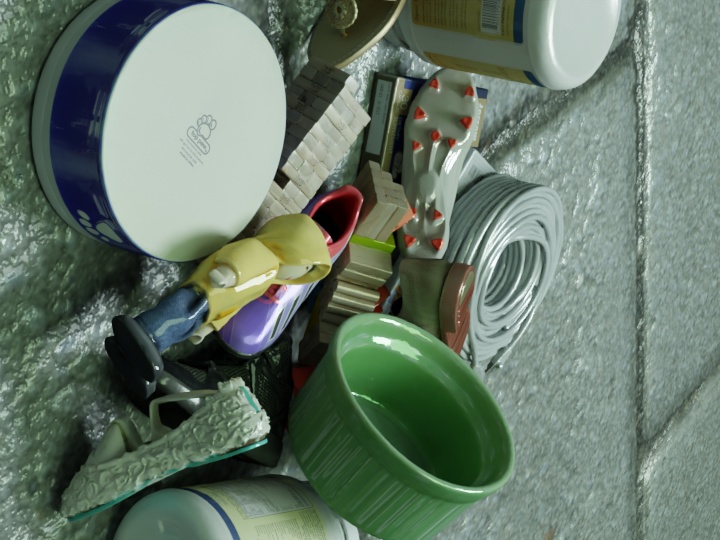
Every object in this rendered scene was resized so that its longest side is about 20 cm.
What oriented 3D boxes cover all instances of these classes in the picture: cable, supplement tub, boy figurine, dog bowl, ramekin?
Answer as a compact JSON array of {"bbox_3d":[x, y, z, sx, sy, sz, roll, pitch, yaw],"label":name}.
[{"bbox_3d":[0.139,-0.003,1.387,0.200,0.069,0.201,-50,145,-18],"label":"cable"},{"bbox_3d":[-0.106,0.258,1.160,0.199,0.144,0.146,3,102,-54],"label":"supplement tub"},{"bbox_3d":[-0.108,0.021,1.038,0.199,0.065,0.124,-32,167,-33],"label":"boy figurine"},{"bbox_3d":[-0.149,-0.111,1.007,0.199,0.078,0.202,-26,124,-46],"label":"dog bowl"},{"bbox_3d":[0.031,0.144,1.169,0.199,0.201,0.098,-3,141,-53],"label":"ramekin"},{"bbox_3d":[0.124,-0.253,1.213,0.144,0.199,0.146,-26,125,-45],"label":"supplement tub"}]

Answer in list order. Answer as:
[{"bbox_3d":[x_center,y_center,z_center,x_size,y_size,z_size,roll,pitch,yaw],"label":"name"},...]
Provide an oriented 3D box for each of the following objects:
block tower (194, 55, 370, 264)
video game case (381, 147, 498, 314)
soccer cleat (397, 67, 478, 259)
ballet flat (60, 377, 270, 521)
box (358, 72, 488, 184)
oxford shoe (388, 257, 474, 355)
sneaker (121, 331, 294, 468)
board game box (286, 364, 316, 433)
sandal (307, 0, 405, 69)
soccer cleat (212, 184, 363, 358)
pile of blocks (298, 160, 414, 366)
[{"bbox_3d":[-0.072,-0.082,1.114,0.201,0.054,0.058,-54,143,-6],"label":"block tower"},{"bbox_3d":[0.091,-0.018,1.388,0.201,0.018,0.143,-60,148,-3],"label":"video game case"},{"bbox_3d":[0.069,-0.099,1.276,0.078,0.069,0.202,104,-3,-81],"label":"soccer cleat"},{"bbox_3d":[-0.162,0.137,1.044,0.072,0.199,0.072,54,22,-33],"label":"ballet flat"},{"bbox_3d":[0.075,-0.133,1.343,0.199,0.032,0.122,-4,107,-54],"label":"box"},{"bbox_3d":[0.066,0.052,1.281,0.201,0.073,0.071,94,18,-50],"label":"oxford shoe"},{"bbox_3d":[-0.125,0.089,1.132,0.199,0.076,0.115,35,65,-48],"label":"sneaker"},{"bbox_3d":[0.018,0.157,1.284,0.199,0.153,0.040,-5,142,-53],"label":"board game box"},{"bbox_3d":[0.017,-0.271,1.141,0.212,0.078,0.070,-44,139,-5],"label":"sandal"},{"bbox_3d":[-0.062,-0.005,1.142,0.068,0.073,0.200,42,47,-5],"label":"soccer cleat"},{"bbox_3d":[0.000,0.000,1.241,0.062,0.082,0.201,16,106,-25],"label":"pile of blocks"}]
